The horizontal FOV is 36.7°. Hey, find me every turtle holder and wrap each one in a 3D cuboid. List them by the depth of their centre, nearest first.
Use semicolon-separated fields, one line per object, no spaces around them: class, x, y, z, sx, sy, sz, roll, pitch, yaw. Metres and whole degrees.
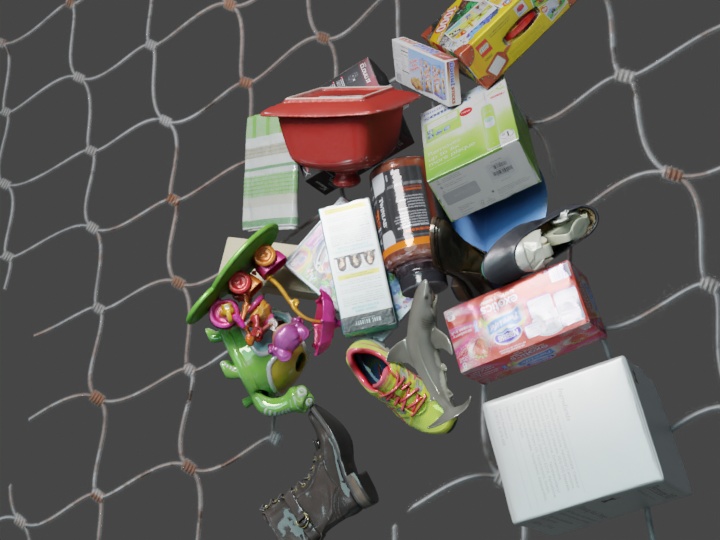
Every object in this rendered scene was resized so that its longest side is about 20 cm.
turtle holder;-0.147;0.136;1.689;0.132;0.141;0.186;-27;28;-5

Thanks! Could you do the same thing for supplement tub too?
supplement tub;0.079;-0.063;1.626;0.107;0.107;0.200;-18;70;22

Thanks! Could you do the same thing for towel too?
towel;-0.143;-0.165;1.804;0.149;0.031;0.200;0;87;50

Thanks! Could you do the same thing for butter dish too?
butter dish;-0.025;-0.199;1.653;0.200;0.199;0.148;4;107;24

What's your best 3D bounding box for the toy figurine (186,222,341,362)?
toy figurine;-0.126;0.062;1.614;0.184;0.150;0.200;41;76;7

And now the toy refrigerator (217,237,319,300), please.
toy refrigerator;-0.125;0.000;1.767;0.200;0.070;0.076;7;77;25

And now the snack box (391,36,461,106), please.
snack box;0.101;-0.314;1.702;0.024;0.072;0.200;-14;25;-18

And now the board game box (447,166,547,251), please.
board game box;0.199;-0.085;1.643;0.200;0.039;0.158;-9;71;33

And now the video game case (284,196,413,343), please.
video game case;0.000;0.000;1.680;0.200;0.018;0.143;39;84;12

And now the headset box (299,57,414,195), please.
headset box;-0.014;-0.241;1.784;0.200;0.075;0.149;-30;63;17

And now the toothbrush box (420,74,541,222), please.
toothbrush box;0.174;-0.183;1.606;0.146;0.086;0.200;-24;32;17

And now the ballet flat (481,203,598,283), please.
ballet flat;0.259;-0.041;1.521;0.200;0.073;0.073;-28;55;-26

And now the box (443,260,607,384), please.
box;0.232;0.077;1.536;0.200;0.095;0.100;-24;63;20

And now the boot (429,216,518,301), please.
boot;0.165;-0.018;1.547;0.097;0.200;0.075;1;63;25

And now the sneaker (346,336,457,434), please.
sneaker;0.052;0.174;1.589;0.200;0.090;0.078;36;96;15

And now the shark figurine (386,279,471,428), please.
shark figurine;0.085;0.136;1.553;0.089;0.128;0.215;-7;66;-12

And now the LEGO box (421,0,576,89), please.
LEGO box;0.213;-0.389;1.666;0.200;0.077;0.149;-44;32;1

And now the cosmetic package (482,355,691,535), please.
cosmetic package;0.294;0.232;1.411;0.200;0.167;0.167;-23;64;21

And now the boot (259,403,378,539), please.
boot;-0.082;0.322;1.640;0.174;0.069;0.200;-35;63;13

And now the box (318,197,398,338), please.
box;-0.003;-0.003;1.646;0.082;0.049;0.200;-13;77;5
